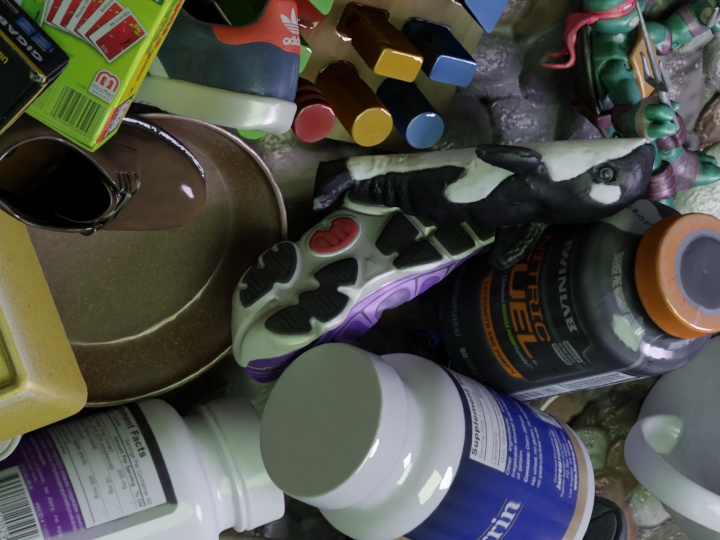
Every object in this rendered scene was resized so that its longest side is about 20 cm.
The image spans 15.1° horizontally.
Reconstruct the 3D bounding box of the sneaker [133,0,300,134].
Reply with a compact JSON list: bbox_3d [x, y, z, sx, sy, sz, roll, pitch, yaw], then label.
[{"bbox_3d":[-0.121,-0.132,1.466,0.075,0.199,0.085,0,102,-73],"label":"sneaker"}]

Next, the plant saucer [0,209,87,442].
[{"bbox_3d":[-0.271,0.022,1.492,0.200,0.048,0.200,-21,100,-9],"label":"plant saucer"}]

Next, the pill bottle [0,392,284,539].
[{"bbox_3d":[-0.153,0.142,1.649,0.200,0.111,0.112,-17,127,-14],"label":"pill bottle"}]

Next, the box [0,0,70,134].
[{"bbox_3d":[-0.270,-0.119,1.374,0.160,0.049,0.200,-42,95,20],"label":"box"}]

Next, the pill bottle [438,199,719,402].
[{"bbox_3d":[0.144,0.017,1.640,0.106,0.200,0.107,8,76,-33],"label":"pill bottle"}]

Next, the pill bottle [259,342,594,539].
[{"bbox_3d":[0.040,0.115,1.629,0.200,0.116,0.116,25,109,-44],"label":"pill bottle"}]

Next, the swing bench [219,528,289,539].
[{"bbox_3d":[-0.058,0.265,1.749,0.130,0.200,0.199,-48,148,-48],"label":"swing bench"}]

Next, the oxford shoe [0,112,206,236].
[{"bbox_3d":[-0.150,-0.045,1.485,0.200,0.084,0.073,11,116,-49],"label":"oxford shoe"}]

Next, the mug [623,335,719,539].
[{"bbox_3d":[0.263,0.141,1.804,0.200,0.175,0.148,12,116,-31],"label":"mug"}]

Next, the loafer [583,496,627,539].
[{"bbox_3d":[0.125,0.246,1.837,0.200,0.072,0.063,-55,152,-26],"label":"loafer"}]

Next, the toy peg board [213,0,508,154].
[{"bbox_3d":[0.004,-0.150,1.535,0.199,0.098,0.200,11,117,-30],"label":"toy peg board"}]

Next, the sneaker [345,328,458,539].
[{"bbox_3d":[0.021,0.125,1.752,0.078,0.070,0.200,17,106,-31],"label":"sneaker"}]

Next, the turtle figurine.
[{"bbox_3d":[0.177,-0.113,1.647,0.150,0.100,0.200,-56,143,-37],"label":"turtle figurine"}]

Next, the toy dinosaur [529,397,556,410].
[{"bbox_3d":[0.084,0.151,1.784,0.047,0.088,0.200,36,102,-25],"label":"toy dinosaur"}]

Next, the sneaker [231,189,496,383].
[{"bbox_3d":[0.000,0.000,1.646,0.200,0.081,0.084,-29,156,-24],"label":"sneaker"}]

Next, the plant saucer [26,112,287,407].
[{"bbox_3d":[-0.142,-0.012,1.599,0.200,0.037,0.201,-13,126,-18],"label":"plant saucer"}]

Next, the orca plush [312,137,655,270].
[{"bbox_3d":[0.072,-0.036,1.587,0.199,0.105,0.071,-2,88,1],"label":"orca plush"}]

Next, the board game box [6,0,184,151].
[{"bbox_3d":[-0.195,-0.157,1.399,0.200,0.048,0.102,30,109,1],"label":"board game box"}]

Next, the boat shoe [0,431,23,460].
[{"bbox_3d":[-0.282,0.048,1.554,0.200,0.057,0.067,27,111,-13],"label":"boat shoe"}]
